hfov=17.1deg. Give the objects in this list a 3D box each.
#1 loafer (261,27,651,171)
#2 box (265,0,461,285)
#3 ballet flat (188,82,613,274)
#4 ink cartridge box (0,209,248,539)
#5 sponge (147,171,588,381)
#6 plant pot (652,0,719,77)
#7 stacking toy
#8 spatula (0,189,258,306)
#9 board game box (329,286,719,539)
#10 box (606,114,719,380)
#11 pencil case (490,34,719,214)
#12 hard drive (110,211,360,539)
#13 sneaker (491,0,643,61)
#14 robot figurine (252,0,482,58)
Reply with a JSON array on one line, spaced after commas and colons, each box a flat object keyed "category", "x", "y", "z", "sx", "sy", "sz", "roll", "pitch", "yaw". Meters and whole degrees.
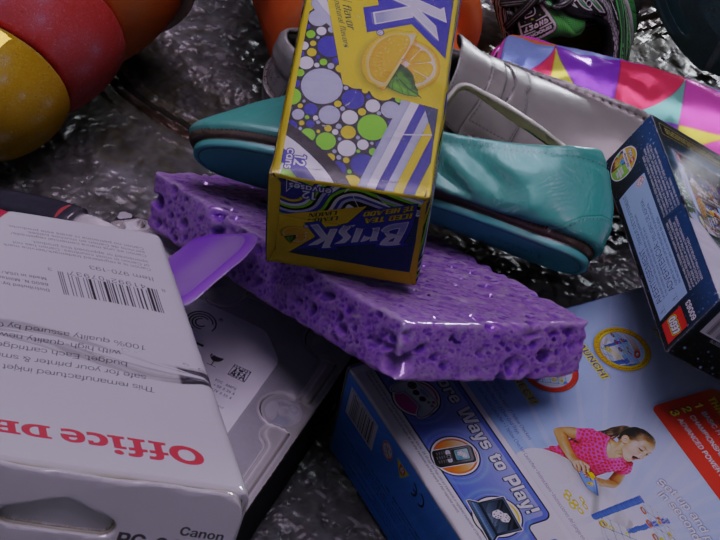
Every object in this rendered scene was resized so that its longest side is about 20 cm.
[{"category": "loafer", "x": 0.051, "y": -0.076, "z": 1.154, "sx": 0.199, "sy": 0.070, "sz": 0.070, "roll": 7, "pitch": 51, "yaw": -1}, {"category": "box", "x": 0.006, "y": -0.095, "z": 1.055, "sx": 0.070, "sy": 0.064, "sz": 0.201, "roll": 9, "pitch": 54, "yaw": 0}, {"category": "ballet flat", "x": 0.023, "y": -0.057, "z": 1.107, "sx": 0.199, "sy": 0.067, "sz": 0.071, "roll": 16, "pitch": 75, "yaw": 0}, {"category": "ink cartridge box", "x": -0.138, "y": 0.056, "z": 0.931, "sx": 0.145, "sy": 0.084, "sz": 0.200, "roll": 10, "pitch": 26, "yaw": -20}, {"category": "sponge", "x": 0.000, "y": 0.000, "z": 1.088, "sx": 0.111, "sy": 0.030, "sz": 0.200, "roll": 0, "pitch": 20, "yaw": -39}, {"category": "plant pot", "x": 0.267, "y": -0.204, "z": 1.344, "sx": 0.200, "sy": 0.201, "sz": 0.196, "roll": 29, "pitch": 54, "yaw": 15}, {"category": "stacking toy", "x": -0.177, "y": -0.104, "z": 1.181, "sx": 0.145, "sy": 0.146, "sz": 0.201, "roll": 19, "pitch": 60, "yaw": 5}, {"category": "spatula", "x": -0.120, "y": -0.015, "z": 1.101, "sx": 0.056, "sy": 0.021, "sz": 0.200, "roll": -41, "pitch": 38, "yaw": -27}, {"category": "board game box", "x": 0.118, "y": 0.106, "z": 1.071, "sx": 0.195, "sy": 0.056, "sz": 0.200, "roll": -14, "pitch": 50, "yaw": -26}, {"category": "box", "x": 0.211, "y": 0.021, "z": 1.123, "sx": 0.199, "sy": 0.038, "sz": 0.137, "roll": 28, "pitch": 30, "yaw": -27}, {"category": "pencil case", "x": 0.153, "y": -0.066, "z": 1.238, "sx": 0.199, "sy": 0.089, "sz": 0.089, "roll": 12, "pitch": 43, "yaw": -3}, {"category": "hard drive", "x": -0.097, "y": 0.065, "z": 1.072, "sx": 0.139, "sy": 0.038, "sz": 0.200, "roll": 25, "pitch": 44, "yaw": 11}, {"category": "sneaker", "x": 0.095, "y": -0.168, "z": 1.262, "sx": 0.078, "sy": 0.200, "sz": 0.085, "roll": -19, "pitch": 41, "yaw": 26}, {"category": "robot figurine", "x": -0.004, "y": -0.161, "z": 1.269, "sx": 0.143, "sy": 0.117, "sz": 0.201, "roll": -3, "pitch": 46, "yaw": -15}]
